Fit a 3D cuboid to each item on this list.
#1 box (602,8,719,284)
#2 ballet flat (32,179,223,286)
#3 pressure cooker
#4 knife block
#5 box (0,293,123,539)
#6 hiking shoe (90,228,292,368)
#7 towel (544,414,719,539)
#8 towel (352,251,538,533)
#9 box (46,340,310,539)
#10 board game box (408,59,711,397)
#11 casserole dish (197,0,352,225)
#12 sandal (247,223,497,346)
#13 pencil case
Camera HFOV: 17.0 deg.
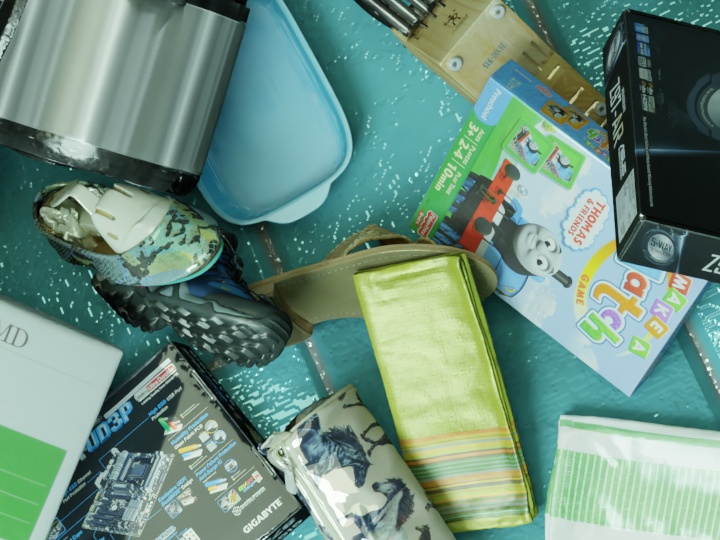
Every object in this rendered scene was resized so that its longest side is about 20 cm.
[{"bbox_3d":[0.246,-0.076,1.606,0.160,0.044,0.200,13,48,-12],"label":"box"},{"bbox_3d":[-0.173,-0.032,1.691,0.200,0.074,0.074,4,80,54],"label":"ballet flat"},{"bbox_3d":[-0.170,-0.166,1.688,0.176,0.179,0.200,19,94,29],"label":"pressure cooker"},{"bbox_3d":[0.074,-0.168,1.741,0.200,0.176,0.064,39,93,-30],"label":"knife block"},{"bbox_3d":[-0.314,0.082,1.672,0.200,0.199,0.171,14,80,55],"label":"box"},{"bbox_3d":[-0.111,0.006,1.698,0.200,0.074,0.087,19,68,47],"label":"hiking shoe"},{"bbox_3d":[0.197,0.205,1.668,0.152,0.023,0.200,5,83,13],"label":"towel"},{"bbox_3d":[0.059,0.089,1.675,0.086,0.018,0.200,-12,103,18],"label":"towel"},{"bbox_3d":[-0.158,0.175,1.740,0.200,0.046,0.159,-41,75,4],"label":"box"},{"bbox_3d":[0.145,-0.028,1.657,0.200,0.037,0.151,37,131,11],"label":"board game box"},{"bbox_3d":[-0.081,-0.123,1.772,0.121,0.039,0.200,-30,76,7],"label":"casserole dish"},{"bbox_3d":[-0.003,-0.004,1.722,0.212,0.078,0.070,-15,44,23],"label":"sandal"},{"bbox_3d":[0.011,0.182,1.671,0.089,0.078,0.200,-28,82,-35],"label":"pencil case"}]
